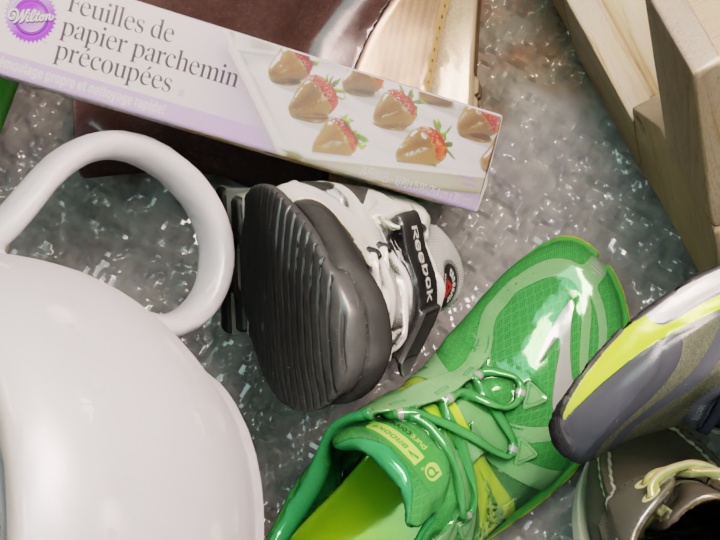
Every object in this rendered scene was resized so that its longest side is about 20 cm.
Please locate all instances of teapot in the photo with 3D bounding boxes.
[{"bbox_3d":[-0.100,0.085,0.734,0.200,0.145,0.198,-57,48,29],"label":"teapot"}]

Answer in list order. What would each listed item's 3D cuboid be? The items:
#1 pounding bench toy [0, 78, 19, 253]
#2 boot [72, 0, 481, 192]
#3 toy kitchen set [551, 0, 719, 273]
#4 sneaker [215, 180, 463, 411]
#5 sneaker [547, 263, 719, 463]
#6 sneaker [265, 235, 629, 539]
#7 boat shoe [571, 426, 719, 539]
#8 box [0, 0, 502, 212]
[{"bbox_3d":[-0.164,-0.105,0.809,0.200,0.124,0.156,43,94,27],"label":"pounding bench toy"},{"bbox_3d":[-0.031,-0.129,0.856,0.165,0.072,0.201,3,81,5],"label":"boot"},{"bbox_3d":[0.157,-0.129,0.763,0.162,0.181,0.201,-25,60,0],"label":"toy kitchen set"},{"bbox_3d":[0.000,0.000,0.765,0.088,0.200,0.075,-2,102,-11],"label":"sneaker"},{"bbox_3d":[0.161,0.035,0.729,0.199,0.074,0.081,-16,73,-11],"label":"sneaker"},{"bbox_3d":[0.032,0.071,0.796,0.074,0.084,0.200,39,83,14],"label":"sneaker"},{"bbox_3d":[0.121,0.103,0.733,0.072,0.202,0.061,-2,119,-8],"label":"boat shoe"},{"bbox_3d":[-0.044,-0.065,0.768,0.199,0.041,0.039,15,90,-25],"label":"box"}]
